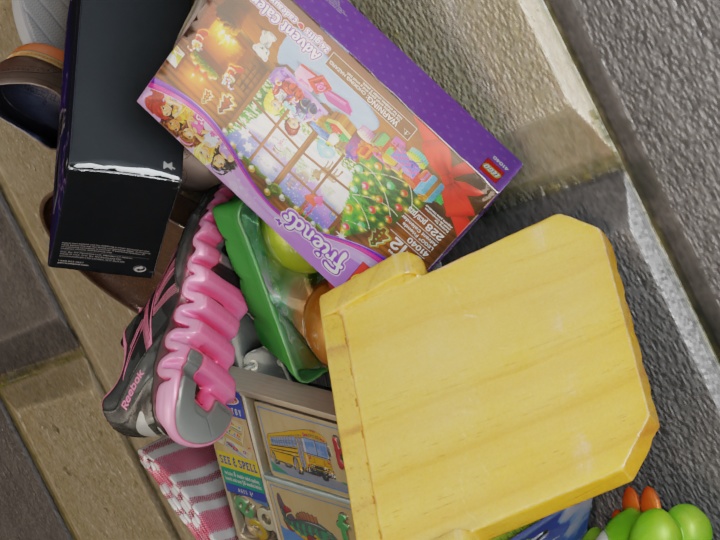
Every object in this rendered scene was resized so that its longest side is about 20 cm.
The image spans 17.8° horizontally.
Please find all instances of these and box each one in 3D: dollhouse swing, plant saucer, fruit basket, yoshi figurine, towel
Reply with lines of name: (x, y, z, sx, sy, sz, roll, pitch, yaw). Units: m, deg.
dollhouse swing: (0.082, 0.099, 1.294, 0.182, 0.175, 0.201, 66, -170, -52)
plant saucer: (-0.141, -0.012, 1.683, 0.199, 0.037, 0.201, 24, 157, 11)
fruit basket: (0.000, 0.000, 1.461, 0.199, 0.094, 0.186, 4, 121, 49)
yoshi figurine: (0.158, 0.210, 1.343, 0.112, 0.112, 0.200, 39, 149, 10)
towel: (-0.048, 0.173, 1.648, 0.200, 0.146, 0.030, 51, 143, 22)

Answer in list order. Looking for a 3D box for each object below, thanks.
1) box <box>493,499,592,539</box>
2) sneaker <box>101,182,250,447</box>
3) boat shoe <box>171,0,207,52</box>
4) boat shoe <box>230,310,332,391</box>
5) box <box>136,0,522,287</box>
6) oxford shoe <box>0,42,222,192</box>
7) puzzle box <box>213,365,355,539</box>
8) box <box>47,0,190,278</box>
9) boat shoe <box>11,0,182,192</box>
box: (0.084, 0.212, 1.453, 0.048, 0.121, 0.201, 44, 150, 32)
sneaker: (-0.122, 0.028, 1.542, 0.095, 0.201, 0.079, -10, 141, 38)
boat shoe: (-0.053, -0.181, 1.362, 0.076, 0.072, 0.200, 36, 131, -1)
boat shoe: (-0.063, 0.076, 1.618, 0.200, 0.062, 0.073, 53, 152, -18)
box: (-0.020, -0.080, 1.332, 0.200, 0.039, 0.137, 43, 131, 1)
oxford shoe: (-0.178, -0.095, 1.625, 0.199, 0.073, 0.072, 21, 119, 12)
puzzle box: (-0.020, 0.140, 1.519, 0.199, 0.025, 0.134, 11, 123, 43)
box: (-0.159, -0.118, 1.521, 0.141, 0.078, 0.201, 120, 154, -59)
boat shoe: (-0.203, -0.132, 1.711, 0.201, 0.072, 0.071, 59, 151, 2)
